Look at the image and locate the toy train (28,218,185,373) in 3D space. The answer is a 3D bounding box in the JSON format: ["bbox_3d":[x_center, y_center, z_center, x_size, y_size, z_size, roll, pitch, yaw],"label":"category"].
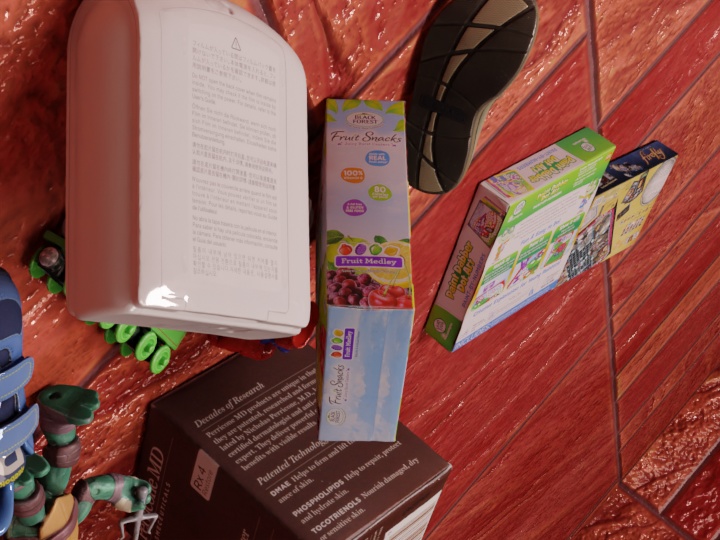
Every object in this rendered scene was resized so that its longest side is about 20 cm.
[{"bbox_3d":[-0.165,0.016,1.041,0.057,0.042,0.200,-58,158,-13],"label":"toy train"}]

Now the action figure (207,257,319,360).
[{"bbox_3d":[-0.071,0.017,1.153,0.200,0.065,0.099,149,-41,-73],"label":"action figure"}]

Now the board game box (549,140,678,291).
[{"bbox_3d":[0.281,-0.065,1.762,0.200,0.035,0.136,-25,144,-48],"label":"board game box"}]

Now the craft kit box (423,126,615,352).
[{"bbox_3d":[0.165,-0.033,1.584,0.200,0.048,0.198,-28,149,-44],"label":"craft kit box"}]

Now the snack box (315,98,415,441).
[{"bbox_3d":[0.000,0.000,1.147,0.169,0.067,0.201,96,-4,-50],"label":"snack box"}]

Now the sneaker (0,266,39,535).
[{"bbox_3d":[-0.235,0.084,0.952,0.074,0.082,0.201,-26,144,-42],"label":"sneaker"}]

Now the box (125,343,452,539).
[{"bbox_3d":[-0.063,0.191,1.274,0.164,0.200,0.166,-30,148,-41],"label":"box"}]

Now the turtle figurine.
[{"bbox_3d":[-0.215,0.186,1.105,0.150,0.100,0.201,-78,168,-50],"label":"turtle figurine"}]

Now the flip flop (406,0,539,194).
[{"bbox_3d":[0.085,-0.149,1.235,0.058,0.081,0.201,-51,165,-50],"label":"flip flop"}]

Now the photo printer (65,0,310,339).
[{"bbox_3d":[-0.098,-0.065,0.896,0.166,0.069,0.201,9,77,-54],"label":"photo printer"}]

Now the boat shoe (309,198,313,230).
[{"bbox_3d":[-0.083,-0.041,1.077,0.075,0.065,0.202,-54,156,4],"label":"boat shoe"}]
